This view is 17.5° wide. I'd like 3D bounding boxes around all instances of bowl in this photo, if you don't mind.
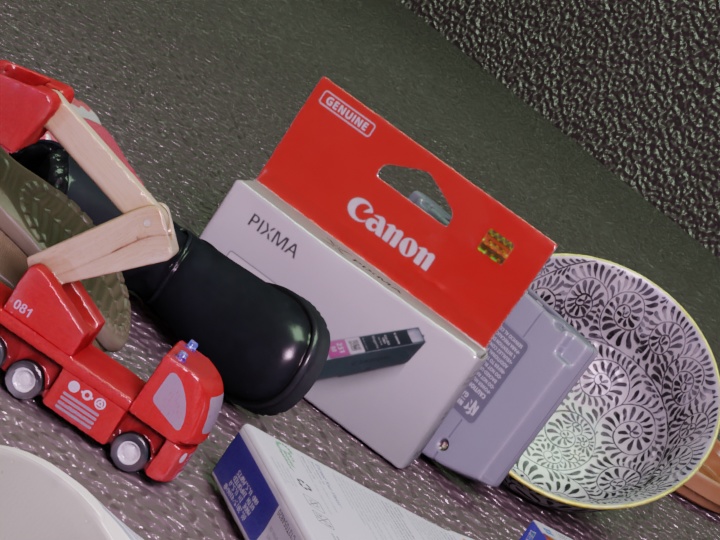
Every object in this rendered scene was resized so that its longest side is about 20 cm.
[{"bbox_3d":[0.148,0.097,1.658,0.200,0.201,0.094,36,-33,8],"label":"bowl"}]

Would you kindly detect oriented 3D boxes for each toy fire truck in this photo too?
[{"bbox_3d":[-0.142,0.000,1.201,0.199,0.141,0.049,34,11,0],"label":"toy fire truck"}]

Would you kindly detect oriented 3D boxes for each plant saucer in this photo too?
[{"bbox_3d":[0.262,0.149,2.012,0.200,0.032,0.200,33,12,-8],"label":"plant saucer"}]

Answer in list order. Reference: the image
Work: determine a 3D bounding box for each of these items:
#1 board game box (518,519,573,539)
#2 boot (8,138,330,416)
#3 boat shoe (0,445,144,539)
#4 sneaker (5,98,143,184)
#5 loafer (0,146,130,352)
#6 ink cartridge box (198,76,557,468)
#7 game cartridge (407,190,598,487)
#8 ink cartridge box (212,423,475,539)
[{"bbox_3d":[0.188,0.237,1.401,0.199,0.045,0.135,29,12,-26],"label":"board game box"},{"bbox_3d":[-0.127,0.002,1.392,0.168,0.077,0.200,30,4,-37],"label":"boot"},{"bbox_3d":[-0.092,0.148,0.947,0.201,0.070,0.072,41,2,11],"label":"boat shoe"},{"bbox_3d":[-0.200,-0.076,1.525,0.087,0.074,0.200,39,12,17],"label":"sneaker"},{"bbox_3d":[-0.208,-0.024,1.308,0.200,0.067,0.076,49,22,-13],"label":"loafer"},{"bbox_3d":[0.000,0.000,1.518,0.200,0.174,0.044,36,11,10],"label":"ink cartridge box"},{"bbox_3d":[0.059,0.050,1.579,0.040,0.134,0.200,31,10,-49],"label":"game cartridge"},{"bbox_3d":[0.032,0.177,1.217,0.199,0.041,0.200,29,13,-28],"label":"ink cartridge box"}]
